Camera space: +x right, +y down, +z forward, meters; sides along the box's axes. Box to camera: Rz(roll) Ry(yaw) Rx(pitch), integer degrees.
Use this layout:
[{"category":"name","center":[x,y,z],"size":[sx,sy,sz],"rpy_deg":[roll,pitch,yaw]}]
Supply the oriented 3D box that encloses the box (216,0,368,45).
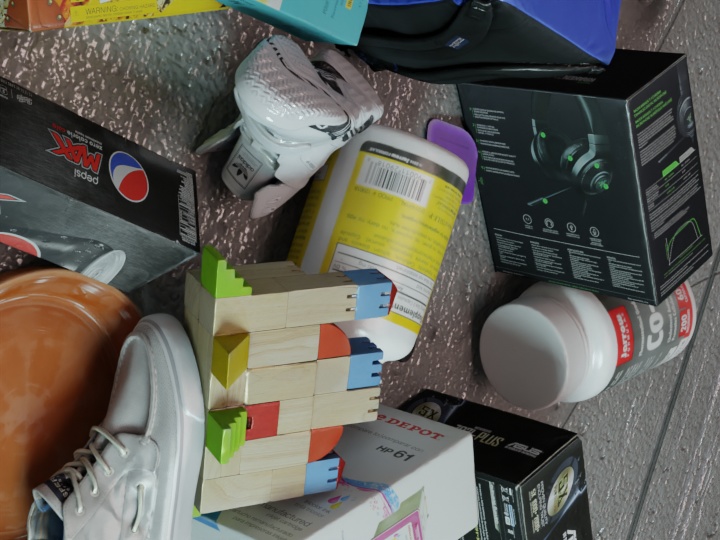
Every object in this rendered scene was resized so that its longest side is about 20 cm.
[{"category":"box","center":[-0.071,-0.203,0.846],"size":[0.200,0.049,0.083],"rpy_deg":[14,90,-50]}]

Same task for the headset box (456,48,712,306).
[{"category":"headset box","center":[0.186,-0.091,1.182],"size":[0.093,0.174,0.201],"rpy_deg":[-36,123,-35]}]

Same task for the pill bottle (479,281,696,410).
[{"category":"pill bottle","center":[0.207,0.054,1.285],"size":[0.199,0.114,0.115],"rpy_deg":[-18,112,-45]}]

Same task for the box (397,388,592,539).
[{"category":"box","center":[0.104,0.219,1.176],"size":[0.086,0.163,0.201],"rpy_deg":[-31,120,-39]}]

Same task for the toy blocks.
[{"category":"toy blocks","center":[-0.048,0.073,0.939],"size":[0.136,0.100,0.201],"rpy_deg":[-5,114,-28]}]

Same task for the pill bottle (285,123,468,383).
[{"category":"pill bottle","center":[0.000,0.000,1.046],"size":[0.111,0.111,0.201],"rpy_deg":[26,81,-48]}]

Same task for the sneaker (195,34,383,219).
[{"category":"sneaker","center":[-0.057,-0.089,0.933],"size":[0.115,0.075,0.200],"rpy_deg":[-42,175,16]}]

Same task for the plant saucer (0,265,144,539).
[{"category":"plant saucer","center":[-0.210,0.096,0.898],"size":[0.200,0.032,0.201],"rpy_deg":[-15,111,-46]}]

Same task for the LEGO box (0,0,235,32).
[{"category":"LEGO box","center":[-0.144,-0.230,0.855],"size":[0.199,0.077,0.150],"rpy_deg":[-19,113,-44]}]

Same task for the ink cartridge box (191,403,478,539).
[{"category":"ink cartridge box","center":[-0.029,0.173,1.030],"size":[0.200,0.144,0.085],"rpy_deg":[-24,117,-42]}]

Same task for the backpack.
[{"category":"backpack","center":[0.071,-0.218,1.007],"size":[0.162,0.199,0.169],"rpy_deg":[25,71,-45]}]

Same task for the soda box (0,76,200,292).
[{"category":"soda box","center":[-0.188,-0.053,0.843],"size":[0.200,0.071,0.064],"rpy_deg":[26,46,-47]}]

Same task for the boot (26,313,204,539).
[{"category":"boot","center":[-0.157,0.129,0.890],"size":[0.095,0.073,0.201],"rpy_deg":[-1,93,-39]}]

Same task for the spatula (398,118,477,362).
[{"category":"spatula","center":[0.058,-0.022,1.170],"size":[0.056,0.021,0.201],"rpy_deg":[14,92,-36]}]
